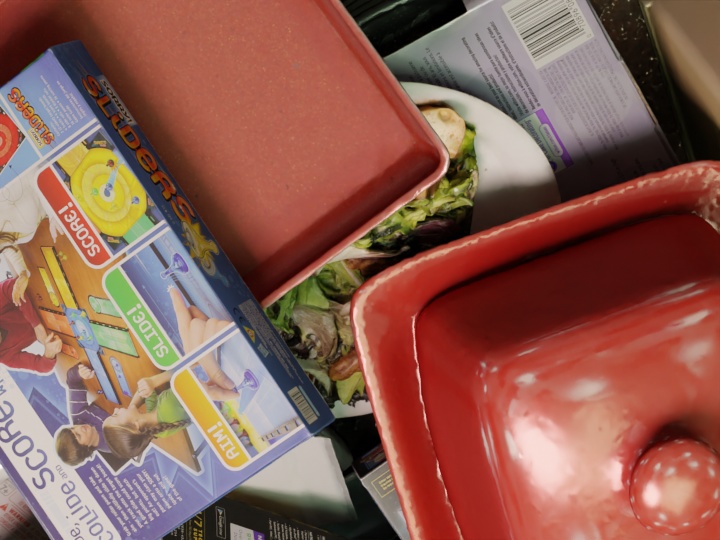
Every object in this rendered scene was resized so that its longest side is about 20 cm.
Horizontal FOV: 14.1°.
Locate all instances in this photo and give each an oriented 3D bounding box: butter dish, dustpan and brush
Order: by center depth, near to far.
[{"bbox_3d":[0.121,0.076,1.297,0.199,0.148,0.200,-19,108,-10],"label":"butter dish"},{"bbox_3d":[-0.110,0.095,1.382,0.200,0.057,0.140,-11,157,1],"label":"dustpan and brush"}]

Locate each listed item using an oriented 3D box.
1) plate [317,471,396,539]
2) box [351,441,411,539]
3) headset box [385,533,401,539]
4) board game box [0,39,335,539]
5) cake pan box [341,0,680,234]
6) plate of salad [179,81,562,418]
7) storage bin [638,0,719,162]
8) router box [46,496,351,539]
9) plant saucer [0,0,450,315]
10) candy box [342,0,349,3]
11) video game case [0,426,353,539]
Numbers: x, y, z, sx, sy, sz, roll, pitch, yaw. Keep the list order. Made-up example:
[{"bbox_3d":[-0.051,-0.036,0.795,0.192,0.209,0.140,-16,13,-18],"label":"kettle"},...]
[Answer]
[{"bbox_3d":[0.026,0.170,1.545,0.200,0.026,0.200,-9,124,-14],"label":"plate"},{"bbox_3d":[0.116,0.093,1.406,0.200,0.038,0.137,-35,101,-1],"label":"box"},{"bbox_3d":[0.103,0.210,1.527,0.174,0.093,0.200,-30,127,-1],"label":"headset box"},{"bbox_3d":[-0.121,0.020,1.263,0.135,0.034,0.200,-34,89,22],"label":"board game box"},{"bbox_3d":[0.044,-0.055,1.374,0.184,0.052,0.200,-31,132,6],"label":"cake pan box"},{"bbox_3d":[0.000,0.000,1.341,0.200,0.048,0.200,-9,131,-11],"label":"plate of salad"},{"bbox_3d":[0.230,-0.031,1.384,0.094,0.200,0.199,-25,126,-2],"label":"storage bin"},{"bbox_3d":[-0.095,0.175,1.401,0.157,0.052,0.200,23,141,-36],"label":"router box"},{"bbox_3d":[-0.086,-0.073,1.270,0.200,0.037,0.200,-36,88,22],"label":"plant saucer"},{"bbox_3d":[-0.010,-0.152,1.326,0.200,0.026,0.102,9,120,-25],"label":"candy box"},{"bbox_3d":[-0.130,0.091,1.441,0.182,0.024,0.200,-39,125,6],"label":"video game case"}]
